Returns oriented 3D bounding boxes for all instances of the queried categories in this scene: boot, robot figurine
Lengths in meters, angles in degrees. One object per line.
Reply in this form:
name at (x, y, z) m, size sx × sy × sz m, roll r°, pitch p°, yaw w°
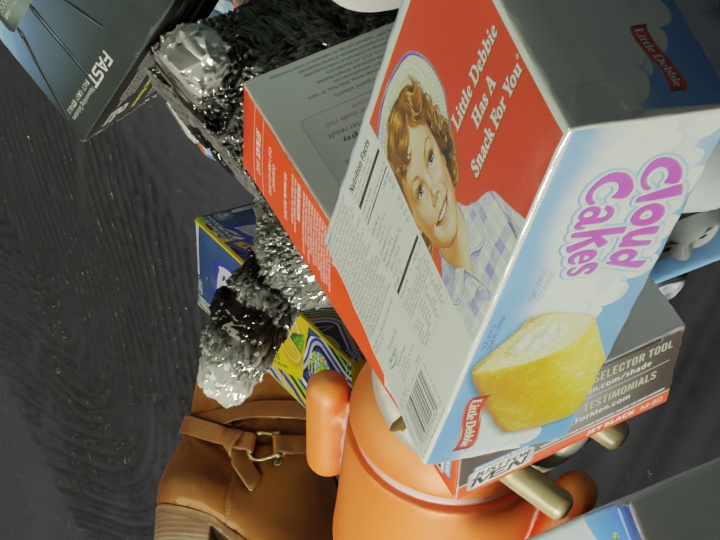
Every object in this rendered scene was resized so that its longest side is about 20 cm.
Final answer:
boot at (-0.035, 0.136, 1.556) m, size 0.074 × 0.198 × 0.156 m, roll 68°, pitch -150°, yaw -62°
robot figurine at (0.047, 0.110, 1.341) m, size 0.144 × 0.116 × 0.201 m, roll 55°, pitch 151°, yaw 37°

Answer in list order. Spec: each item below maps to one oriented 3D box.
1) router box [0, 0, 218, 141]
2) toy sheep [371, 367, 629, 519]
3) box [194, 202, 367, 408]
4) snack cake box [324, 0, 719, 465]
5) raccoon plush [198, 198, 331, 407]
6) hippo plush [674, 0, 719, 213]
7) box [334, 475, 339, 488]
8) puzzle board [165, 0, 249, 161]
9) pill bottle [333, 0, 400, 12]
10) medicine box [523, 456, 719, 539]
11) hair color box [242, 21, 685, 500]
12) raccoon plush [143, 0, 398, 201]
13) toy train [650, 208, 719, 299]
router box at (-0.142, -0.178, 1.273) m, size 0.150 × 0.062 × 0.200 m, roll 50°, pitch 148°, yaw 4°
toy sheep at (0.073, 0.036, 1.187) m, size 0.137 × 0.200 × 0.139 m, roll 6°, pitch 114°, yaw 15°
box at (-0.027, 0.028, 1.488) m, size 0.200 × 0.070 × 0.065 m, roll 40°, pitch 138°, yaw 49°
snack cake box at (0.054, -0.034, 0.904) m, size 0.201 × 0.067 × 0.116 m, roll 110°, pitch 144°, yaw -50°
raccoon plush at (0.000, 0.000, 1.322) m, size 0.134 × 0.096 × 0.201 m, roll 30°, pitch 104°, yaw 60°
hippo plush at (0.145, -0.068, 0.964) m, size 0.201 × 0.160 × 0.159 m, roll 64°, pitch 154°, yaw 17°
box at (-0.046, 0.196, 1.661) m, size 0.201 × 0.049 × 0.158 m, roll 59°, pitch 152°, yaw 27°
puzzle board at (-0.084, -0.110, 1.437) m, size 0.150 × 0.017 × 0.200 m, roll 24°, pitch 155°, yaw 40°
pill bottle at (-0.008, -0.240, 1.224) m, size 0.201 × 0.112 × 0.113 m, roll 63°, pitch 153°, yaw 20°
medicine box at (0.155, 0.198, 1.188) m, size 0.183 × 0.102 × 0.200 m, roll 68°, pitch 154°, yaw 8°
hair color box at (0.040, -0.013, 1.067) m, size 0.201 × 0.110 × 0.064 m, roll 57°, pitch 161°, yaw 31°
raccoon plush at (-0.027, -0.112, 1.217) m, size 0.097 × 0.134 × 0.200 m, roll 48°, pitch 175°, yaw -4°
toy train at (0.106, -0.083, 1.101) m, size 0.114 × 0.086 × 0.201 m, roll 131°, pitch 119°, yaw -79°
